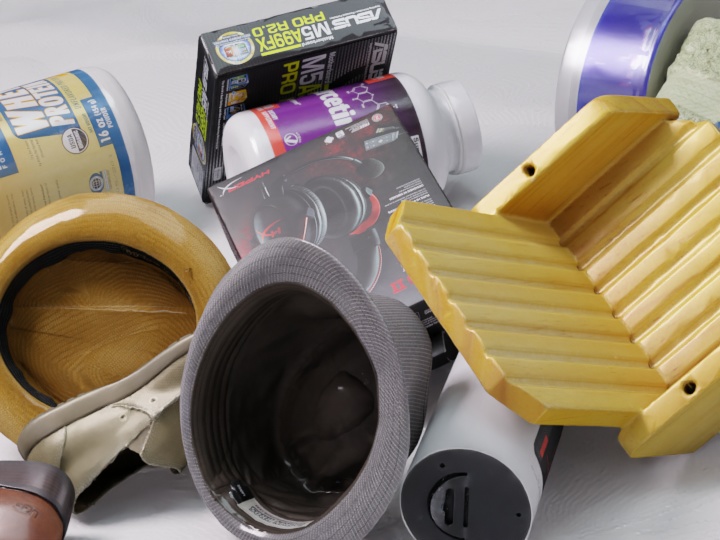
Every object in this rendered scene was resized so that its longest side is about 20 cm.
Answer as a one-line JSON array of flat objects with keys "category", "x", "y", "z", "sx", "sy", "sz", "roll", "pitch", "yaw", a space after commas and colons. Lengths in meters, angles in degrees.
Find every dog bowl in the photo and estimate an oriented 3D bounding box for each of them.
[{"category": "dog bowl", "x": 0.235, "y": -0.133, "z": 1.599, "sx": 0.078, "sy": 0.202, "sz": 0.200, "roll": 13, "pitch": 31, "yaw": 38}]

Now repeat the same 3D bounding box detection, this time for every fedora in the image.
[{"category": "fedora", "x": -0.019, "y": 0.076, "z": 1.248, "sx": 0.090, "sy": 0.201, "sz": 0.177, "roll": -8, "pitch": 46, "yaw": -49}, {"category": "fedora", "x": -0.171, "y": 0.046, "z": 1.435, "sx": 0.198, "sy": 0.203, "sz": 0.082, "roll": -6, "pitch": -13, "yaw": 6}]

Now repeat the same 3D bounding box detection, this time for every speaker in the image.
[{"category": "speaker", "x": 0.082, "y": 0.096, "z": 1.277, "sx": 0.080, "sy": 0.082, "sz": 0.200, "roll": -2, "pitch": 23, "yaw": 16}]

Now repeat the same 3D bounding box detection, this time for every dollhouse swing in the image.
[{"category": "dollhouse swing", "x": 0.149, "y": -0.012, "z": 1.266, "sx": 0.182, "sy": 0.175, "sz": 0.201, "roll": -42, "pitch": 57, "yaw": 14}]

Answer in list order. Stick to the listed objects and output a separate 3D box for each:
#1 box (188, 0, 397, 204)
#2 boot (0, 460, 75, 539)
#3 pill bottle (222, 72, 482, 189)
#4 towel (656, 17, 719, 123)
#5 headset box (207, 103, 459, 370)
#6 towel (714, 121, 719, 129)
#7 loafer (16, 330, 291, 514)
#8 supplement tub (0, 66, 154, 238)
[{"category": "box", "x": -0.060, "y": -0.142, "z": 1.757, "sx": 0.159, "sy": 0.200, "sz": 0.045, "roll": -15, "pitch": 64, "yaw": -16}, {"category": "boot", "x": -0.276, "y": 0.194, "z": 1.235, "sx": 0.186, "sy": 0.069, "sz": 0.201, "roll": 3, "pitch": 32, "yaw": 8}, {"category": "pill bottle", "x": -0.006, "y": -0.095, "z": 1.711, "sx": 0.198, "sy": 0.113, "sz": 0.112, "roll": -16, "pitch": 24, "yaw": -16}, {"category": "towel", "x": 0.292, "y": -0.097, "z": 1.459, "sx": 0.199, "sy": 0.037, "sz": 0.149, "roll": 24, "pitch": 67, "yaw": 27}, {"category": "headset box", "x": 0.000, "y": 0.000, "z": 1.433, "sx": 0.148, "sy": 0.075, "sz": 0.201, "roll": -24, "pitch": 49, "yaw": -4}, {"category": "towel", "x": 0.195, "y": -0.015, "z": 1.409, "sx": 0.199, "sy": 0.048, "sz": 0.112, "roll": -31, "pitch": 41, "yaw": 27}, {"category": "loafer", "x": -0.120, "y": 0.093, "z": 1.339, "sx": 0.199, "sy": 0.068, "sz": 0.076, "roll": -28, "pitch": -17, "yaw": 8}, {"category": "supplement tub", "x": -0.283, "y": -0.074, "z": 1.723, "sx": 0.199, "sy": 0.146, "sz": 0.144, "roll": -20, "pitch": 25, "yaw": -24}]
